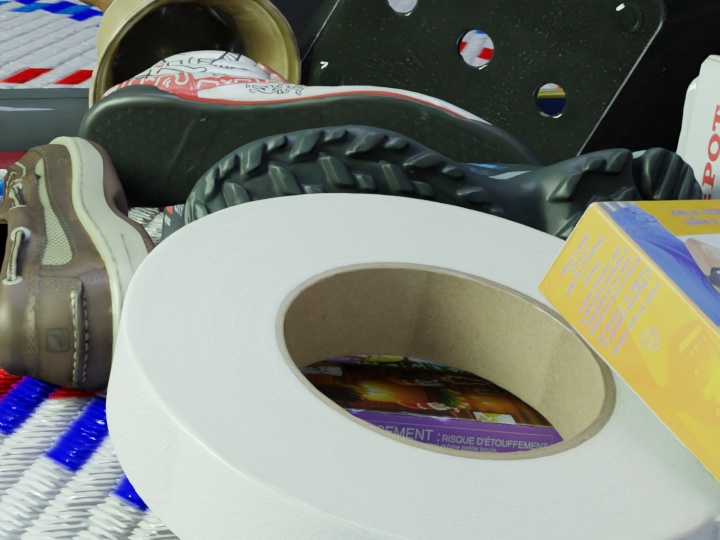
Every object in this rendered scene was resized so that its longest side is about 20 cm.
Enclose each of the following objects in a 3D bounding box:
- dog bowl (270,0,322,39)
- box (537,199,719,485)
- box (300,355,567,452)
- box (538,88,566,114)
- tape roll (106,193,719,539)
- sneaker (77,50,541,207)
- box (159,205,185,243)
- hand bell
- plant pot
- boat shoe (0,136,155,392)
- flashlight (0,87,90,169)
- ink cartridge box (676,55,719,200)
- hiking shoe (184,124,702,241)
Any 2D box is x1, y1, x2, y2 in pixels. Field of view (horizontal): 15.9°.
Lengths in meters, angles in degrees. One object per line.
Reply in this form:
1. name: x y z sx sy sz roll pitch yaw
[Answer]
1. dog bowl: -0.051 -0.157 1.382 0.058 0.201 0.200 28 17 16
2. box: 0.157 0.054 0.768 0.119 0.042 0.200 -3 40 -47
3. box: 0.003 0.042 0.917 0.136 0.039 0.200 6 12 -13
4. box: 0.142 -0.067 1.403 0.199 0.065 0.070 0 7 2
5. tape roll: 0.023 0.041 0.790 0.202 0.037 0.203 10 29 -6
6. sneaker: -0.015 -0.056 1.115 0.200 0.068 0.108 6 15 6
7. box: 0.000 0.000 1.122 0.136 0.038 0.200 4 12 -17
8. hand bell: -0.114 -0.127 1.256 0.104 0.105 0.200 2 25 -27
9. plant pot: 0.075 -0.121 1.255 0.199 0.200 0.177 35 22 6
10. boat shoe: -0.128 -0.007 0.991 0.074 0.075 0.202 -3 14 -16
11. flashlight: -0.154 -0.060 1.261 0.199 0.068 0.068 -4 -5 -29
12. ink cartridge box: 0.192 0.012 0.922 0.082 0.147 0.200 4 12 -25
13. hiking shoe: 0.026 -0.007 0.945 0.199 0.075 0.087 3 -12 -21
